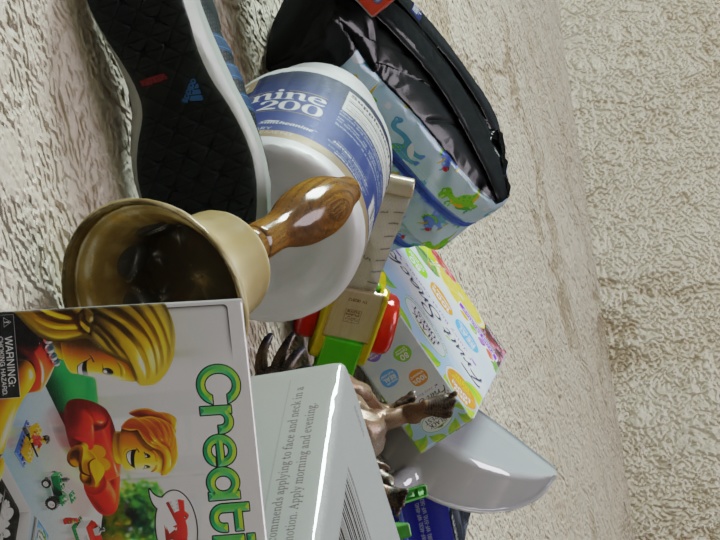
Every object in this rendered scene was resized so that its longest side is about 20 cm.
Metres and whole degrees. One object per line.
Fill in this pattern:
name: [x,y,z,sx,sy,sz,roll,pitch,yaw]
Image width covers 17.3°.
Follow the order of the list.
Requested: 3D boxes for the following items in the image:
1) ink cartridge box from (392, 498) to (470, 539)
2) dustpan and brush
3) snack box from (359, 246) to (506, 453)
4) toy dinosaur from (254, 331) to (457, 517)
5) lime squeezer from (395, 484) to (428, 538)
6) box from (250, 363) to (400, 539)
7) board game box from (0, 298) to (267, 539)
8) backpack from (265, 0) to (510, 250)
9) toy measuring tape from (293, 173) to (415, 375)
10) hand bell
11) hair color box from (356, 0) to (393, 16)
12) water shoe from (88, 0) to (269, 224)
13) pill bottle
ink cartridge box: [0.058,0.170,1.871,0.200,0.039,0.100,-67,146,-68]
dustpan and brush: [0.048,0.142,1.736,0.057,0.140,0.200,-59,161,15]
snack box: [0.039,0.039,1.735,0.142,0.053,0.200,54,15,-3]
toy dinosaur: [-0.029,0.088,1.446,0.200,0.135,0.086,-173,-76,-79]
lime squeezer: [0.002,0.159,1.550,0.038,0.071,0.200,62,5,1]
box: [-0.053,0.185,1.113,0.199,0.131,0.200,-82,159,-56]
board game box: [-0.102,0.114,0.956,0.035,0.126,0.200,131,-47,-70]
backpack: [0.021,-0.109,1.651,0.200,0.154,0.163,36,24,-17]
toy measuring tape: [0.000,0.000,1.555,0.074,0.073,0.200,-85,-170,-51]
hand bell: [-0.051,-0.013,1.194,0.200,0.104,0.104,-32,113,-56]
hair color box: [-0.031,-0.274,1.549,0.200,0.064,0.111,47,23,-17]
water shoe: [-0.088,-0.099,1.270,0.079,0.071,0.200,-61,140,-65]
pill bottle: [-0.040,-0.056,1.412,0.200,0.111,0.111,-71,149,-66]
